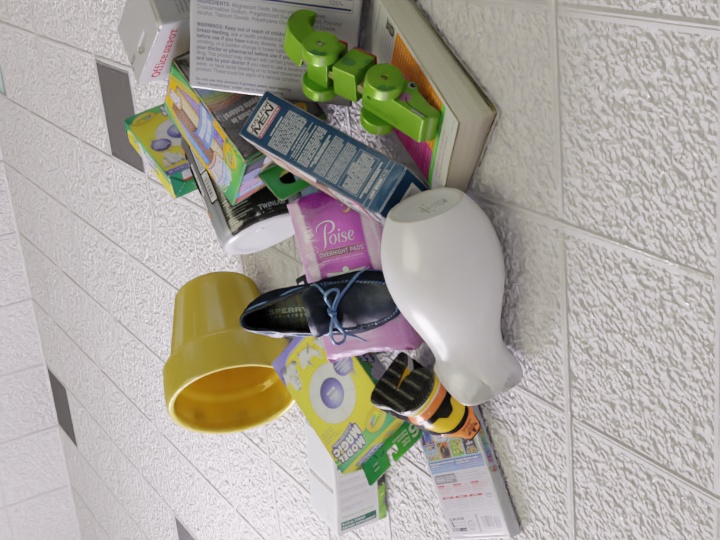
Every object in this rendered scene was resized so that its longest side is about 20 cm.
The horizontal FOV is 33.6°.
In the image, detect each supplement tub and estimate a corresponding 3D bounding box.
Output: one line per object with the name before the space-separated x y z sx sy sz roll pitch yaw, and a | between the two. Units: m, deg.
supplement tub | -0.156 -0.133 1.538 0.201 0.122 0.123 67 153 14

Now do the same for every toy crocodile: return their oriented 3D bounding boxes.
toy crocodile | -0.001 -0.194 1.196 0.199 0.062 0.068 33 150 21

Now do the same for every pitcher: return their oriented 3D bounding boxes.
pitcher | 0.083 0.017 1.233 0.171 0.121 0.201 30 142 61

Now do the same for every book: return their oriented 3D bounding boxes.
book | 0.059 -0.182 1.238 0.201 0.048 0.134 59 154 28

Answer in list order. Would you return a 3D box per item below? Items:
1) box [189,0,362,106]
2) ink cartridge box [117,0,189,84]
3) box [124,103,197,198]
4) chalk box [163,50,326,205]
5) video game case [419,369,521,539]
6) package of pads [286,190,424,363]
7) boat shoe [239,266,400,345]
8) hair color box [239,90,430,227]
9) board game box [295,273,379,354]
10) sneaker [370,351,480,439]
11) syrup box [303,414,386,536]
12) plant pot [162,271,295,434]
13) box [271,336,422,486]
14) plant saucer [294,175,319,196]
box | -0.087 -0.296 1.282 0.105 0.182 0.201 -84 1 -51
ink cartridge box | -0.180 -0.313 1.452 0.084 0.199 0.145 67 153 12
box | -0.268 -0.195 1.770 0.200 0.117 0.049 46 154 44
chalk box | -0.128 -0.171 1.427 0.201 0.124 0.124 55 157 8
video game case | 0.113 0.213 1.386 0.143 0.018 0.201 -29 78 64
package of pads | 0.000 0.000 1.375 0.120 0.076 0.201 -11 97 25
boat shoe | -0.042 0.051 1.325 0.199 0.069 0.085 -16 96 27
hair color box | -0.024 -0.112 1.278 0.199 0.061 0.100 32 178 28
board game box | -0.017 0.051 1.535 0.200 0.028 0.136 -26 81 63
sneaker | 0.073 0.150 1.332 0.090 0.070 0.200 37 175 -11
syrup box | -0.021 0.243 1.596 0.081 0.078 0.201 35 134 52
plant pot | -0.199 0.113 1.768 0.201 0.199 0.190 111 151 -51
box | -0.016 0.156 1.466 0.117 0.048 0.200 -49 66 27
plant saucer | -0.095 -0.151 1.575 0.200 0.027 0.201 42 140 48
